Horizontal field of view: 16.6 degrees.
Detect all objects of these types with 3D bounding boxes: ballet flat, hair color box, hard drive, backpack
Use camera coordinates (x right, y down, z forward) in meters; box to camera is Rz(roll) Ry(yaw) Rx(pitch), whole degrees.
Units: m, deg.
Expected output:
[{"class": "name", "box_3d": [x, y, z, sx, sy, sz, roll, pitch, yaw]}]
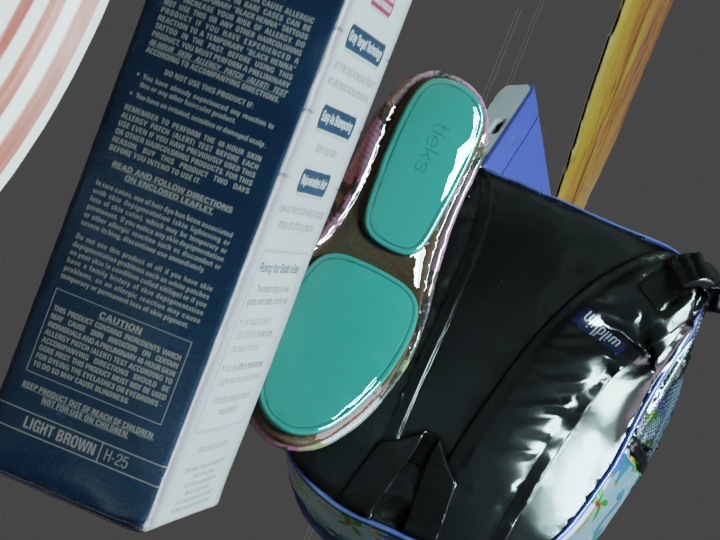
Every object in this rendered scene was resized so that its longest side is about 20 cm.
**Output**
[{"class": "ballet flat", "box_3d": [0.000, 0.000, 1.133, 0.200, 0.069, 0.071, -65, -170, -21]}, {"class": "hair color box", "box_3d": [-0.046, -0.025, 0.767, 0.100, 0.060, 0.200, 5, 107, -81]}, {"class": "hard drive", "box_3d": [0.098, 0.000, 1.565, 0.132, 0.025, 0.200, -55, 140, -57]}, {"class": "backpack", "box_3d": [0.060, 0.069, 1.244, 0.200, 0.183, 0.147, -59, 167, -24]}]

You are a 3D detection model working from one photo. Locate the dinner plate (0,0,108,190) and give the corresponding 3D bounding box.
[{"class": "dinner plate", "box_3d": [-0.079, -0.093, 0.526, 0.200, 0.024, 0.201, 22, 90, -82]}]
